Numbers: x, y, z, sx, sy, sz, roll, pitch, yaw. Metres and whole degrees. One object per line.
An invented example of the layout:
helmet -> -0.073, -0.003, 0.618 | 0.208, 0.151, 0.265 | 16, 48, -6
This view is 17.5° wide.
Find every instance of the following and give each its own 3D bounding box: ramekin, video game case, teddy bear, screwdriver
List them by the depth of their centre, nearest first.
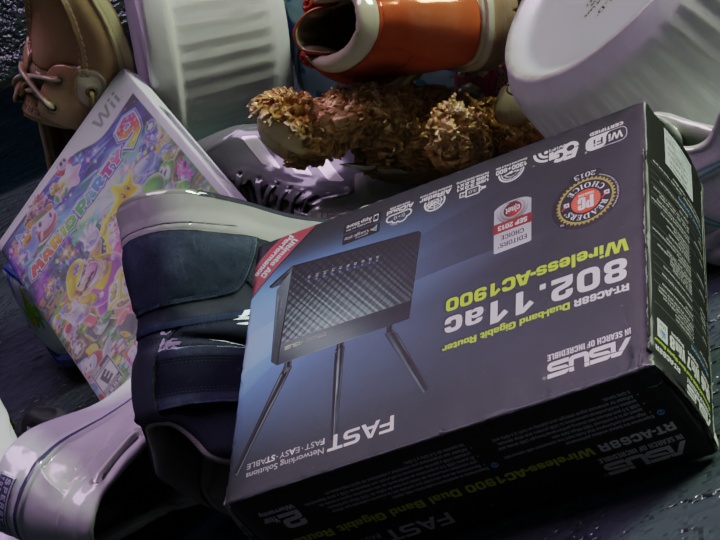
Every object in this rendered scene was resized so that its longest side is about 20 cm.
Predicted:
ramekin -> 0.166, -0.130, 1.226 | 0.200, 0.105, 0.200 | -43, 23, 23
screwdriver -> -0.156, 0.098, 1.293 | 0.029, 0.028, 0.200 | -59, 20, -5
teddy bear -> 0.031, -0.085, 1.340 | 0.200, 0.067, 0.145 | 5, -5, 11
video game case -> -0.142, -0.020, 1.404 | 0.143, 0.018, 0.200 | -54, 40, 10
ramekin -> -0.104, -0.173, 1.543 | 0.094, 0.203, 0.202 | -11, 12, -6

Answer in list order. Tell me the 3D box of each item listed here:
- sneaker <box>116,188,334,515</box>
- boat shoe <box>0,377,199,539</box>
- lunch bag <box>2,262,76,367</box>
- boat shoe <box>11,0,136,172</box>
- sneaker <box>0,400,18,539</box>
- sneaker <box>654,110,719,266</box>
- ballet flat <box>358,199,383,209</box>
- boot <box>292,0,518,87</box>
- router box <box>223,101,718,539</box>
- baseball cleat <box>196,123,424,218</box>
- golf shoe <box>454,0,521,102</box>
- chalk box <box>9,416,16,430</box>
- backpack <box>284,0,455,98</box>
sneaker -> -0.022, 0.047, 1.116 | 0.202, 0.146, 0.077 | 7, -23, -32
boat shoe -> -0.097, 0.091, 1.145 | 0.065, 0.074, 0.200 | 18, 29, 25
lunch bag -> -0.134, -0.015, 1.559 | 0.200, 0.083, 0.161 | -29, 14, -12
boat shoe -> -0.184, -0.116, 1.489 | 0.064, 0.200, 0.071 | -35, 44, -25
sneaker -> -0.207, 0.098, 1.190 | 0.075, 0.115, 0.200 | -28, 13, -8
sneaker -> 0.135, -0.035, 1.145 | 0.200, 0.080, 0.070 | -17, 17, 38
ballet flat -> 0.000, 0.000, 1.290 | 0.200, 0.072, 0.072 | -25, 13, 6
boot -> -0.002, -0.143, 1.360 | 0.107, 0.075, 0.200 | -6, 2, -25
router box -> 0.045, 0.030, 0.972 | 0.200, 0.062, 0.150 | -21, 41, 24
baseball cleat -> -0.034, -0.044, 1.411 | 0.200, 0.070, 0.106 | 0, 24, 19
golf shoe -> 0.113, -0.174, 1.375 | 0.092, 0.075, 0.200 | -46, -15, -43
chalk box -> -0.339, 0.096, 1.427 | 0.200, 0.124, 0.124 | -19, 15, 27
backpack -> 0.041, -0.159, 1.526 | 0.183, 0.200, 0.147 | -19, 15, 24
